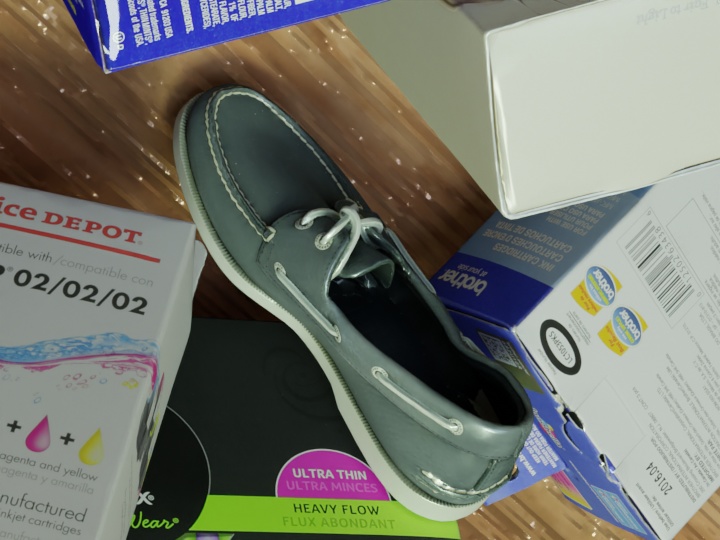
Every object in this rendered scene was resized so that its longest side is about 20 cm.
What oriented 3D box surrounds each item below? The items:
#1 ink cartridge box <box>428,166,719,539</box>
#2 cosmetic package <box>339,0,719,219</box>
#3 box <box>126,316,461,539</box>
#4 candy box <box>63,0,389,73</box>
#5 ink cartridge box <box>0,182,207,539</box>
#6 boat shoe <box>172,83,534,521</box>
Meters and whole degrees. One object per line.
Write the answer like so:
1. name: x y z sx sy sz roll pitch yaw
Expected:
1. ink cartridge box: 0.118 0.016 0.966 0.200 0.076 0.137 -46 121 -16
2. cosmetic package: 0.062 -0.100 0.851 0.103 0.200 0.073 -15 118 -12
3. box: -0.075 0.111 0.914 0.200 0.149 0.124 3 141 -20
4. candy box: -0.018 -0.156 0.817 0.200 0.169 0.077 -15 121 -12
5. ink cartridge box: -0.127 0.034 0.823 0.115 0.200 0.068 12 141 2
6. boat shoe: 0.000 0.000 0.897 0.073 0.200 0.062 -23 163 -37
